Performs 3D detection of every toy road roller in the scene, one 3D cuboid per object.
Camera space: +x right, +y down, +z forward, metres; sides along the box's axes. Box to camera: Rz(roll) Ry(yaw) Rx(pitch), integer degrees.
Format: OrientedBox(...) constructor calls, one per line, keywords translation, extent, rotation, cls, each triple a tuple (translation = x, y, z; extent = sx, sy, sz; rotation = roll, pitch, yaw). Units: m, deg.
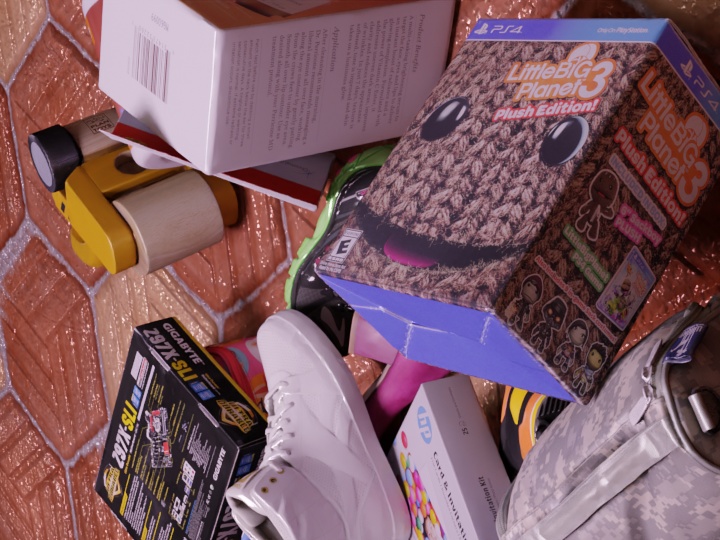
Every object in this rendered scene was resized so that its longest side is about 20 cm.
OrientedBox(translation=(-0.206, -0.053, 1.368), extent=(0.200, 0.123, 0.146), rotation=(46, 149, 35), cls="toy road roller")

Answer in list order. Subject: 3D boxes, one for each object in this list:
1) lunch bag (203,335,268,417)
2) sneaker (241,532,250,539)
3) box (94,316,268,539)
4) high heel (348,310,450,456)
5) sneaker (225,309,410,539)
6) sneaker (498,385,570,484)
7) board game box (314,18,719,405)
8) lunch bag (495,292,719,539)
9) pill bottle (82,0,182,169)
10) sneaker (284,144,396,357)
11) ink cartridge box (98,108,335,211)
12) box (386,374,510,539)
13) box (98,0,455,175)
OrientedBox(translation=(-0.099, 0.160, 1.330), extent=(0.176, 0.082, 0.200), rotation=(-18, 88, 50), cls="lunch bag")
OrientedBox(translation=(-0.040, 0.264, 1.223), extent=(0.081, 0.146, 0.200), rotation=(-1, 100, 53), cls="sneaker")
OrientedBox(translation=(-0.153, 0.166, 1.294), extent=(0.160, 0.049, 0.200), rotation=(44, 132, 33), cls="box")
OrientedBox(translation=(0.039, 0.110, 1.151), extent=(0.096, 0.067, 0.200), rotation=(14, 135, 15), cls="high heel")
OrientedBox(translation=(-0.054, 0.128, 1.106), extent=(0.200, 0.115, 0.074), rotation=(62, 146, 17), cls="sneaker")
OrientedBox(translation=(0.133, 0.163, 1.038), extent=(0.090, 0.070, 0.201), rotation=(-146, 48, -66), cls="sneaker")
OrientedBox(translation=(0.099, -0.042, 0.881), extent=(0.159, 0.200, 0.097), rotation=(11, 153, 51), cls="board game box")
OrientedBox(translation=(0.184, 0.107, 0.852), extent=(0.139, 0.168, 0.200), rotation=(60, 141, 20), cls="lunch bag")
OrientedBox(translation=(-0.168, -0.196, 1.267), extent=(0.112, 0.112, 0.200), rotation=(-31, 76, 53), cls="pill bottle")
OrientedBox(translation=(0.000, 0.000, 1.141), extent=(0.084, 0.077, 0.200), rotation=(50, 139, 32), cls="sneaker")
OrientedBox(translation=(-0.099, -0.092, 1.102), extent=(0.200, 0.160, 0.047), rotation=(-123, 53, -87), cls="ink cartridge box")
OrientedBox(translation=(0.064, 0.190, 1.087), extent=(0.200, 0.041, 0.156), rotation=(112, 144, -57), cls="box")
OrientedBox(translation=(-0.060, -0.161, 1.060), extent=(0.152, 0.200, 0.107), rotation=(37, 131, 41), cls="box")
